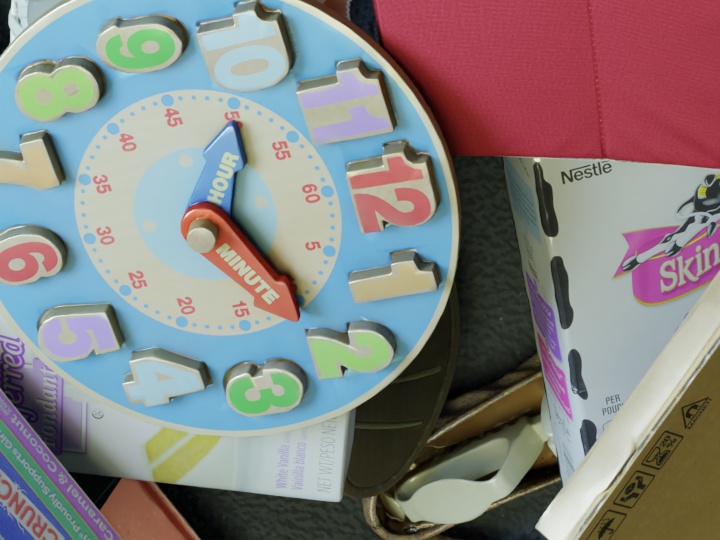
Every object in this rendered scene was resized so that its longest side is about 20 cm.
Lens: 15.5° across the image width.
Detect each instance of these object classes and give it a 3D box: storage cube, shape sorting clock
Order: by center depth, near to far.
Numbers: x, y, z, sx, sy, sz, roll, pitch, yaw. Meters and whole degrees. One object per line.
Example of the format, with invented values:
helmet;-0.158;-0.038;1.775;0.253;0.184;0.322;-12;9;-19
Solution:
storage cube;0.101;-0.162;1.013;0.170;0.201;0.181;3;132;14
shape sorting clock;-0.060;-0.021;1.026;0.198;0.039;0.201;2;117;4

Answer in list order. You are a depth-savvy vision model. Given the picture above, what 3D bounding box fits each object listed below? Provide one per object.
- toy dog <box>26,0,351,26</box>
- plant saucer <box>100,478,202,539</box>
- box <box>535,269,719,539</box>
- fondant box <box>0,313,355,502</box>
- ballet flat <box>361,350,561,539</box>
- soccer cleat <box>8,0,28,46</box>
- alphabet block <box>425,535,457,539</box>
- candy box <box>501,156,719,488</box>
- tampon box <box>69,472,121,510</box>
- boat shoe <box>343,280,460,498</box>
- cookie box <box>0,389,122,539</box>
toy dog;-0.060;-0.124;1.100;0.200;0.096;0.132;-40;112;3
plant saucer;-0.129;0.210;1.346;0.199;0.037;0.200;-35;100;19
box;0.170;0.037;1.040;0.021;0.163;0.201;42;103;33
fondant box;-0.097;0.013;1.102;0.198;0.058;0.145;7;119;3
ballet flat;0.083;0.076;1.214;0.199;0.067;0.068;-30;107;26
soccer cleat;-0.127;-0.097;1.176;0.086;0.070;0.201;-30;109;-16
alphabet block;0.088;0.263;1.224;0.199;0.196;0.198;9;119;11
candy box;0.158;0.011;1.123;0.167;0.072;0.201;-15;113;-5
tampon box;-0.237;0.101;1.226;0.200;0.126;0.150;36;129;1
boat shoe;0.000;0.000;1.200;0.068;0.072;0.201;24;113;48
cookie box;-0.204;0.135;1.104;0.199;0.075;0.172;-31;102;34
